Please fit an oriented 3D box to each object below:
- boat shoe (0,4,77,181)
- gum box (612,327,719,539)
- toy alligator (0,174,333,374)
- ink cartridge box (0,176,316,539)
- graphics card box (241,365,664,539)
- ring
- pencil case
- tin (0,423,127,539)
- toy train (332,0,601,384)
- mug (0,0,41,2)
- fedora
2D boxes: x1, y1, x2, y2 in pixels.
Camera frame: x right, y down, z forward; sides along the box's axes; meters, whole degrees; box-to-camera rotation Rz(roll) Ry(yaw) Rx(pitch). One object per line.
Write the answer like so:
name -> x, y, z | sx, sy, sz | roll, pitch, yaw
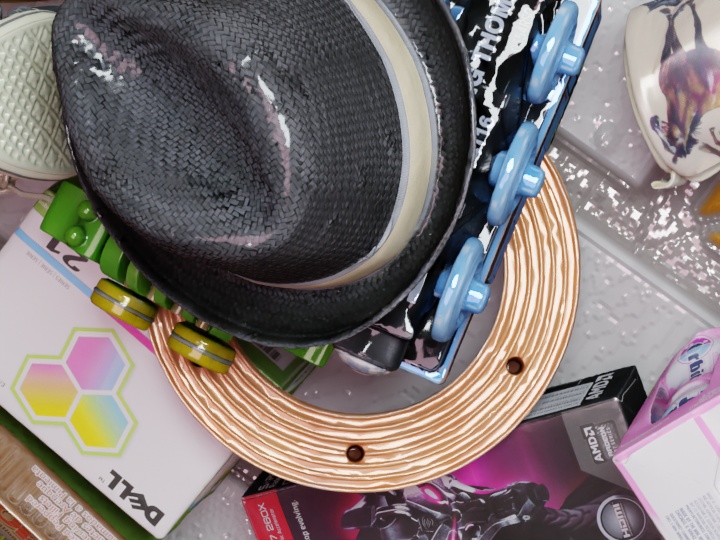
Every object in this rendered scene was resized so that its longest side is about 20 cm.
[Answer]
boat shoe -> -0.140, -0.082, 1.149 | 0.062, 0.200, 0.075 | 0, 102, 19
gum box -> 0.195, 0.123, 1.157 | 0.066, 0.114, 0.200 | -32, 94, 21
toy alligator -> -0.102, -0.010, 1.142 | 0.200, 0.054, 0.059 | 29, 91, 15
ink cartridge box -> -0.138, 0.073, 1.254 | 0.148, 0.076, 0.200 | 40, 109, 2
graphics card box -> 0.056, 0.131, 1.226 | 0.199, 0.051, 0.126 | -16, 101, 21
ring -> 0.000, 0.000, 1.179 | 0.200, 0.019, 0.201 | 0, 86, 0
pencil case -> 0.210, -0.099, 1.114 | 0.199, 0.078, 0.090 | -18, 76, 18
tin -> -0.160, 0.140, 1.259 | 0.200, 0.042, 0.112 | 43, 147, 0
toy train -> 0.040, -0.048, 1.114 | 0.086, 0.114, 0.201 | 21, 89, 9
mug -> -0.181, -0.167, 1.162 | 0.149, 0.153, 0.187 | 22, 109, 8
fedora -> -0.055, -0.064, 1.024 | 0.200, 0.092, 0.201 | 2, 93, 27
